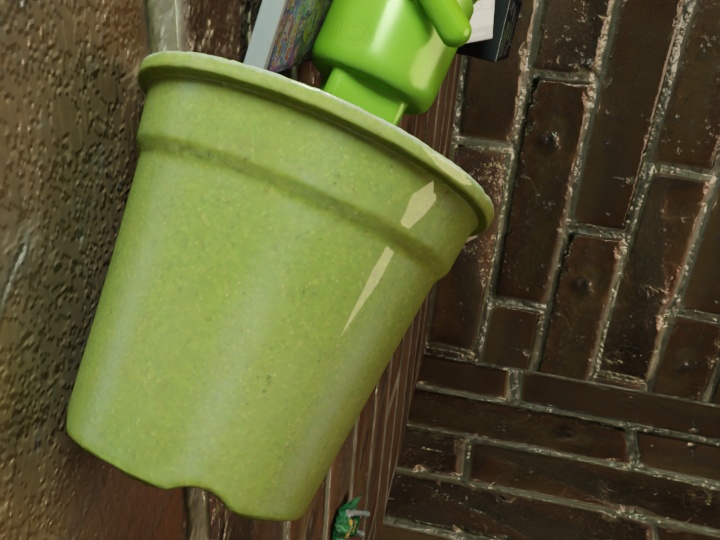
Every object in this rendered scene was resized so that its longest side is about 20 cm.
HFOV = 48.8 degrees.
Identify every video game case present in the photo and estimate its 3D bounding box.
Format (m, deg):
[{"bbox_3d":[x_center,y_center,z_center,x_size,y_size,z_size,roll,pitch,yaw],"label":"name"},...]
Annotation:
[{"bbox_3d":[-0.036,-0.236,0.644,0.200,0.018,0.144,-59,172,-67],"label":"video game case"}]

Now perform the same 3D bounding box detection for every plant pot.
[{"bbox_3d":[-0.056,0.019,0.417,0.200,0.200,0.185,53,58,-78],"label":"plant pot"}]

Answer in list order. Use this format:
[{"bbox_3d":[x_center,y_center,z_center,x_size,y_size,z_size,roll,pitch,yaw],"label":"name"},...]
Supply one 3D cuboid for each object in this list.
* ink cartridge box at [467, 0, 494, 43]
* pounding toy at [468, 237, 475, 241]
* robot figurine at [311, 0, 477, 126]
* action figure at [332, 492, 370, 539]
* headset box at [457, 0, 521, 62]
[{"bbox_3d":[0.086,-0.358,0.955,0.200,0.045,0.177,-20,128,-32],"label":"ink cartridge box"},{"bbox_3d":[0.159,-0.150,1.675,0.200,0.184,0.143,-22,122,-70],"label":"pounding toy"},{"bbox_3d":[0.032,-0.217,0.693,0.200,0.115,0.175,-66,-169,-1],"label":"robot figurine"},{"bbox_3d":[-0.021,0.498,1.550,0.200,0.055,0.118,50,52,-73],"label":"action figure"},{"bbox_3d":[0.138,-0.375,1.180,0.200,0.174,0.093,-45,148,-67],"label":"headset box"}]
